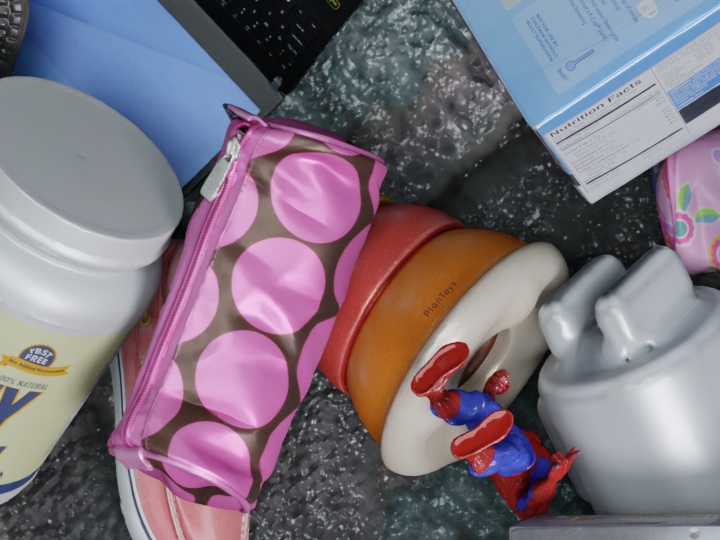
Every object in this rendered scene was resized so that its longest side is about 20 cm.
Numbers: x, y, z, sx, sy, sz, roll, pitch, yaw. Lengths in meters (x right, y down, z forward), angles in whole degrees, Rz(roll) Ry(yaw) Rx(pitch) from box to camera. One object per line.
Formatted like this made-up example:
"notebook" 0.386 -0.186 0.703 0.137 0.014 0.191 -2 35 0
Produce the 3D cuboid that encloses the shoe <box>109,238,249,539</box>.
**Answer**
"shoe" -0.086 0.080 1.535 0.071 0.091 0.201 -11 90 -32

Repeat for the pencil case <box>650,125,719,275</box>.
"pencil case" 0.253 -0.035 1.508 0.199 0.087 0.088 1 94 6

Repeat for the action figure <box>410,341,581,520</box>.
"action figure" 0.074 0.087 1.448 0.052 0.200 0.066 -38 70 -1

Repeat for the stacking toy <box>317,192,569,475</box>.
"stacking toy" 0.000 0.000 1.530 0.200 0.146 0.146 38 97 20

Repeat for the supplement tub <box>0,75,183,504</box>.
"supplement tub" -0.193 0.012 1.496 0.145 0.145 0.200 37 119 2

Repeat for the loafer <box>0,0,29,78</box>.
"loafer" -0.229 -0.089 1.558 0.073 0.071 0.201 22 115 -17

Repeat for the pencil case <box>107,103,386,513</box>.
"pencil case" -0.063 0.019 1.449 0.090 0.094 0.201 16 85 38

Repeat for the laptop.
"laptop" -0.119 -0.143 1.525 0.177 0.200 0.103 46 60 1

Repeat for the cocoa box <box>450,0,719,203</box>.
"cocoa box" 0.109 -0.163 1.455 0.133 0.131 0.201 -33 68 7

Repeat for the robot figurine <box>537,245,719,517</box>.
"robot figurine" 0.167 0.088 1.497 0.113 0.169 0.201 -38 111 -36

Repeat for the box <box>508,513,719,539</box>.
"box" 0.176 0.202 1.423 0.199 0.048 0.159 -3 91 23
